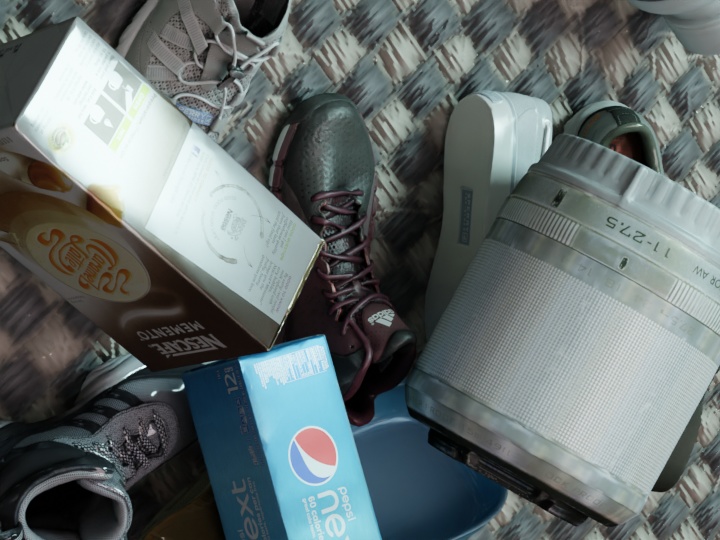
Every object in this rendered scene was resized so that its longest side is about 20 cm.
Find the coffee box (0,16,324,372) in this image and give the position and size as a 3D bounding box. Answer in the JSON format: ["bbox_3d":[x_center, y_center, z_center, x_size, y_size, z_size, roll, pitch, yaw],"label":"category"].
[{"bbox_3d":[-0.134,-0.037,1.346,0.200,0.114,0.080,42,58,-28],"label":"coffee box"}]

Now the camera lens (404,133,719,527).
[{"bbox_3d":[0.132,0.040,1.462,0.160,0.160,0.200,31,87,-37],"label":"camera lens"}]

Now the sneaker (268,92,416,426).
[{"bbox_3d":[0.000,0.000,1.475,0.075,0.115,0.201,-9,111,-32],"label":"sneaker"}]

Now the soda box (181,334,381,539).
[{"bbox_3d":[-0.036,0.143,1.401,0.064,0.068,0.201,-14,89,-36],"label":"soda box"}]

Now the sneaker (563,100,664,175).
[{"bbox_3d":[0.165,-0.009,1.579,0.074,0.079,0.201,-6,94,-9],"label":"sneaker"}]

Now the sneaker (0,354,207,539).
[{"bbox_3d":[-0.143,0.113,1.408,0.200,0.114,0.076,-22,117,-27],"label":"sneaker"}]

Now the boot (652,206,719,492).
[{"bbox_3d":[0.171,0.045,1.640,0.138,0.077,0.201,11,94,-26],"label":"boot"}]

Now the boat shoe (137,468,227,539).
[{"bbox_3d":[-0.087,0.157,1.453,0.073,0.063,0.201,36,64,-4],"label":"boat shoe"}]

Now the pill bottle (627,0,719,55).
[{"bbox_3d":[0.191,-0.231,1.529,0.111,0.111,0.200,-47,126,-12],"label":"pill bottle"}]

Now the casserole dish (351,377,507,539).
[{"bbox_3d":[-0.003,0.141,1.527,0.199,0.121,0.039,-21,149,-20],"label":"casserole dish"}]

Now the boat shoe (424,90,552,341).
[{"bbox_3d":[0.087,-0.016,1.566,0.068,0.072,0.201,-3,99,-33],"label":"boat shoe"}]

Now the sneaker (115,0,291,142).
[{"bbox_3d":[-0.086,-0.130,1.389,0.075,0.082,0.201,9,106,-36],"label":"sneaker"}]
